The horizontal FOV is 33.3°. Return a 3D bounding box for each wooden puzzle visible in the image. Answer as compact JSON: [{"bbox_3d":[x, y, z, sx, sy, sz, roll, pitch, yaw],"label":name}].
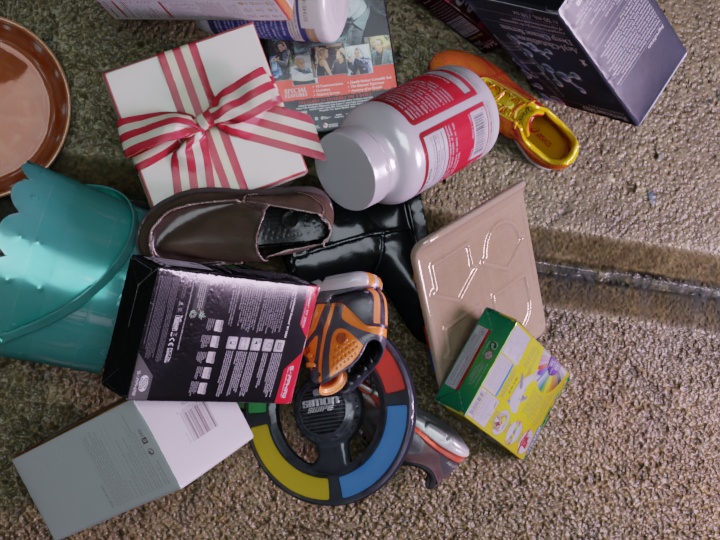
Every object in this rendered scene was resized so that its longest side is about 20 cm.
[{"bbox_3d":[0.123,0.022,1.304,0.185,0.046,0.201,-30,121,-38],"label":"wooden puzzle"}]

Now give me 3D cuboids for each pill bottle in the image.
[{"bbox_3d":[-0.118,-0.305,1.284,0.199,0.111,0.112,6,86,13],"label":"pill bottle"},{"bbox_3d":[0.049,-0.139,1.283,0.200,0.112,0.113,-31,93,-40],"label":"pill bottle"}]

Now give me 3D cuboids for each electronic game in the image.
[{"bbox_3d":[-0.034,0.146,1.270,0.199,0.042,0.201,-3,82,25],"label":"electronic game"}]

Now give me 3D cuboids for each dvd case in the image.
[{"bbox_3d":[-0.036,-0.257,1.360,0.145,0.022,0.201,-9,90,-10],"label":"dvd case"}]

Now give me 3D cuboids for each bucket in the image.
[{"bbox_3d":[-0.303,0.002,1.220,0.134,0.207,0.208,17,85,-13],"label":"bucket"}]

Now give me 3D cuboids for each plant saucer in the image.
[{"bbox_3d":[-0.411,-0.174,1.290,0.199,0.032,0.202,0,88,-10],"label":"plant saucer"}]

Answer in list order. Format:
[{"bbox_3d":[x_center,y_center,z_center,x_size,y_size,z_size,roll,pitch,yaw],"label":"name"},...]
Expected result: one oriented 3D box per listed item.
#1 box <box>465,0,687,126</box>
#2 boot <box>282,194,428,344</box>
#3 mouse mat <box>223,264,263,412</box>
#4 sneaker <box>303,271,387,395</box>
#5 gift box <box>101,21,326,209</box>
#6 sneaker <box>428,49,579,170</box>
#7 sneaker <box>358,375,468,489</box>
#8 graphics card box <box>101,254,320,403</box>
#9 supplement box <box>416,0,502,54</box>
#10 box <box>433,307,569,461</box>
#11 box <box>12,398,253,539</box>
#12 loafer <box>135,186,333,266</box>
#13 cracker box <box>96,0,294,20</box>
[{"bbox_3d":[0.231,-0.267,1.297,0.200,0.148,0.107,40,81,-41],"label":"box"},{"bbox_3d":[0.000,0.001,1.329,0.161,0.073,0.200,-13,90,-7],"label":"boot"},{"bbox_3d":[-0.164,0.063,1.307,0.199,0.008,0.162,19,104,-9],"label":"mouse mat"},{"bbox_3d":[-0.065,0.076,1.235,0.199,0.078,0.113,-16,69,22],"label":"sneaker"},{"bbox_3d":[-0.151,-0.132,1.252,0.184,0.187,0.201,-26,91,-9],"label":"gift box"},{"bbox_3d":[0.167,-0.189,1.362,0.199,0.077,0.073,33,85,-5],"label":"sneaker"},{"bbox_3d":[0.020,0.173,1.325,0.199,0.077,0.082,34,98,1],"label":"sneaker"},{"bbox_3d":[-0.137,0.059,1.129,0.199,0.051,0.126,6,102,-47],"label":"graphics card box"},{"bbox_3d":[0.102,-0.349,1.355,0.199,0.061,0.109,34,83,-14],"label":"supplement box"},{"bbox_3d":[0.163,0.130,1.317,0.048,0.200,0.118,25,80,37],"label":"box"},{"bbox_3d":[-0.229,0.178,1.206,0.199,0.124,0.098,-27,92,34],"label":"box"},{"bbox_3d":[-0.116,-0.043,1.156,0.199,0.071,0.074,-12,111,-15],"label":"loafer"},{"bbox_3d":[-0.160,-0.323,1.208,0.199,0.058,0.135,4,78,16],"label":"cracker box"}]
